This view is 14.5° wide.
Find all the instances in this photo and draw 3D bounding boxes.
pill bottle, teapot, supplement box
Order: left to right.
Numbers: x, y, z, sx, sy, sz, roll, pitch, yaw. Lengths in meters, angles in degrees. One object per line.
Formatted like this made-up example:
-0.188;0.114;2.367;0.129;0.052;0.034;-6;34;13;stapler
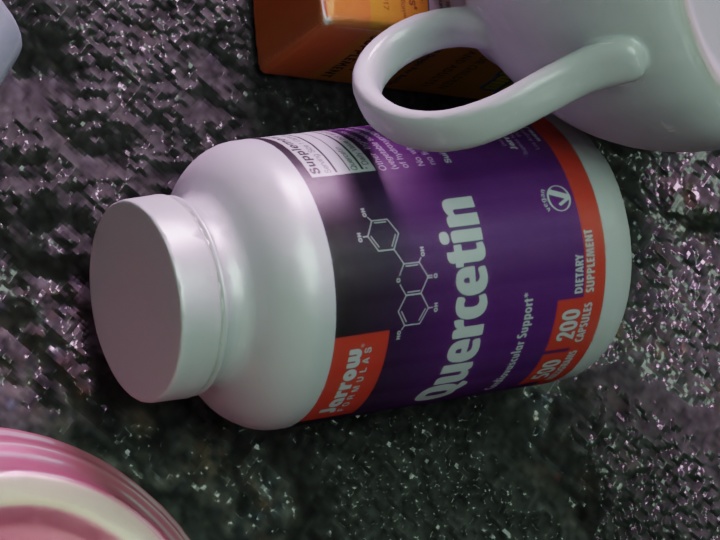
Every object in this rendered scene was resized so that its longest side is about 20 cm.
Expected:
0.000;0.000;1.106;0.199;0.112;0.113;-9;78;-31;pill bottle
0.056;-0.113;1.203;0.199;0.066;0.069;3;73;-28;supplement box
0.093;-0.136;1.111;0.200;0.146;0.198;8;84;-57;teapot

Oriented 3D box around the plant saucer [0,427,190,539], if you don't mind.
-0.127;0.151;1.023;0.200;0.051;0.201;10;69;-27;plant saucer

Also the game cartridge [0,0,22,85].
-0.221;-0.100;0.995;0.200;0.041;0.134;37;66;-19;game cartridge
